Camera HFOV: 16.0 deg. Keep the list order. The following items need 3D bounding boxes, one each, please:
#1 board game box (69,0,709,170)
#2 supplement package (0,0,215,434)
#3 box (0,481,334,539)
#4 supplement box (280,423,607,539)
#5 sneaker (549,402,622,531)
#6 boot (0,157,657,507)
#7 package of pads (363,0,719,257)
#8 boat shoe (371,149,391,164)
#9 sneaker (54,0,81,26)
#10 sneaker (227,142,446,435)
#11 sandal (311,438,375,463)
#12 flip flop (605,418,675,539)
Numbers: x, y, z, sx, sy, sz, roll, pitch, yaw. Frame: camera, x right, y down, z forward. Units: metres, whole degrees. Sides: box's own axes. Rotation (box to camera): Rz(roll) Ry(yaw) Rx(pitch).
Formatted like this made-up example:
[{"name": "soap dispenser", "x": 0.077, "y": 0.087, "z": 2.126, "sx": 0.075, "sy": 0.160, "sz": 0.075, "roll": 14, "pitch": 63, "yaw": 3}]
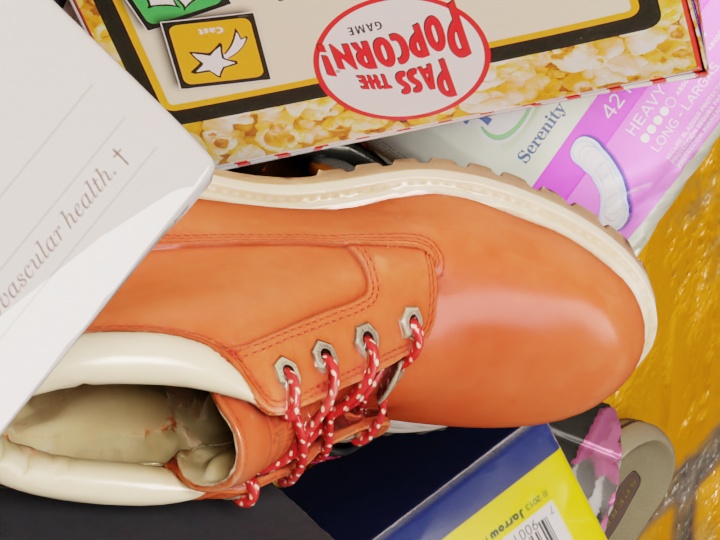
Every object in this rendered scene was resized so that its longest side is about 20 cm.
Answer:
[{"name": "board game box", "x": -0.009, "y": -0.115, "z": 0.605, "sx": 0.200, "sy": 0.151, "sz": 0.046, "roll": 69, "pitch": 15, "yaw": -46}, {"name": "supplement package", "x": -0.150, "y": -0.041, "z": 0.498, "sx": 0.200, "sy": 0.117, "sz": 0.117, "roll": 44, "pitch": 70, "yaw": -20}, {"name": "box", "x": -0.093, "y": 0.093, "z": 0.657, "sx": 0.122, "sy": 0.200, "sz": 0.106, "roll": -11, "pitch": 122, "yaw": -33}, {"name": "supplement box", "x": 0.043, "y": 0.163, "z": 0.917, "sx": 0.109, "sy": 0.109, "sz": 0.200, "roll": -34, "pitch": 104, "yaw": -27}, {"name": "sneaker", "x": 0.039, "y": 0.137, "z": 1.045, "sx": 0.200, "sy": 0.080, "sz": 0.086, "roll": -61, "pitch": 175, "yaw": -17}, {"name": "boot", "x": -0.012, "y": 0.024, "z": 0.642, "sx": 0.199, "sy": 0.107, "sz": 0.075, "roll": 6, "pitch": 123, "yaw": -16}, {"name": "package of pads", "x": 0.060, "y": -0.116, "z": 0.719, "sx": 0.200, "sy": 0.154, "sz": 0.068, "roll": -55, "pitch": -175, "yaw": 7}, {"name": "boat shoe", "x": 0.063, "y": -0.029, "z": 0.947, "sx": 0.062, "sy": 0.075, "sz": 0.200, "roll": -44, "pitch": 143, "yaw": 4}, {"name": "sneaker", "x": -0.132, "y": -0.057, "z": 0.642, "sx": 0.200, "sy": 0.070, "sz": 0.109, "roll": -56, "pitch": 146, "yaw": -21}, {"name": "sneaker", "x": 0.000, "y": 0.000, "z": 0.775, "sx": 0.200, "sy": 0.079, "sz": 0.074, "roll": 17, "pitch": 65, "yaw": -40}, {"name": "sandal", "x": -0.008, "y": 0.030, "z": 0.847, "sx": 0.200, "sy": 0.045, "sz": 0.075, "roll": -6, "pitch": 117, "yaw": -39}, {"name": "flip flop", "x": 0.094, "y": 0.160, "z": 1.138, "sx": 0.200, "sy": 0.057, "sz": 0.081, "roll": -57, "pitch": 148, "yaw": -14}]
